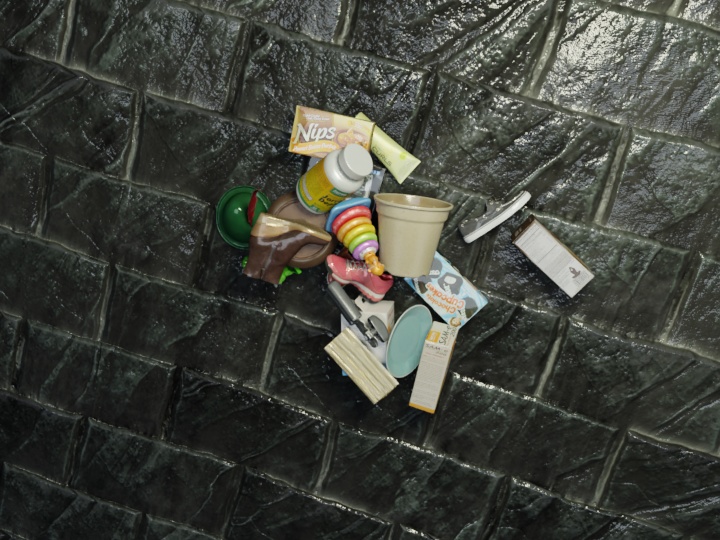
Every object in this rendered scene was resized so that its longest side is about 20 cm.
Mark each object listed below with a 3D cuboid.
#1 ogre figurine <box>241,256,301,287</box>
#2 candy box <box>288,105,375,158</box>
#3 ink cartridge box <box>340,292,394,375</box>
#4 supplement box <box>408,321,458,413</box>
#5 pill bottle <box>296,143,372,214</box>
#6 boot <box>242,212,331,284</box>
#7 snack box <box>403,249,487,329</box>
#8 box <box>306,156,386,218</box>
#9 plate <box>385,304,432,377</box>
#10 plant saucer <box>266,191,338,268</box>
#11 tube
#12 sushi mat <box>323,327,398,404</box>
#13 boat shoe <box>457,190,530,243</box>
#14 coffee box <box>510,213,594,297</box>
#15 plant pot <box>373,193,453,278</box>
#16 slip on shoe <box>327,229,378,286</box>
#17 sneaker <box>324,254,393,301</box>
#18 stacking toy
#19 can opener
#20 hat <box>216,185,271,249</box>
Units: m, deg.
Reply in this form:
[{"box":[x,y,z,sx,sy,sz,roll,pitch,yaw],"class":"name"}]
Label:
[{"box":[-0.208,-0.041,1.769,0.098,0.200,0.120,-12,118,52],"class":"ogre figurine"},{"box":[-0.071,-0.335,1.659,0.199,0.055,0.116,14,104,6],"class":"candy box"},{"box":[0.021,0.165,1.764,0.125,0.129,0.201,2,103,11],"class":"ink cartridge box"},{"box":[0.193,0.252,1.738,0.073,0.126,0.201,16,115,11],"class":"supplement box"},{"box":[-0.061,-0.224,1.608,0.200,0.113,0.113,-29,97,47],"class":"pill bottle"},{"box":[-0.186,-0.045,1.672,0.199,0.072,0.167,15,105,-5],"class":"boot"},{"box":[0.225,0.050,1.752,0.200,0.037,0.116,44,106,-2],"class":"snack box"},{"box":[-0.048,-0.218,1.735,0.199,0.050,0.158,19,105,5],"class":"box"},{"box":[0.122,0.182,1.733,0.026,0.200,0.201,21,107,37],"class":"plate"},{"box":[-0.152,-0.105,1.708,0.199,0.034,0.201,0,94,-3],"class":"plant saucer"},{"box":[0.057,-0.319,1.697,0.200,0.052,0.058,44,143,-4],"class":"tube"},{"box":[0.001,0.246,1.705,0.200,0.012,0.096,47,111,5],"class":"sushi mat"},{"box":[0.333,-0.150,1.680,0.200,0.070,0.066,-35,96,22],"class":"boat shoe"},{"box":[0.475,-0.039,1.651,0.200,0.114,0.080,43,106,0],"class":"coffee box"},{"box":[0.121,-0.085,1.658,0.199,0.200,0.185,8,104,8],"class":"plant pot"},{"box":[-0.025,-0.032,1.766,0.074,0.061,0.200,39,107,-2],"class":"slip on shoe"},{"box":[0.000,0.000,1.707,0.200,0.074,0.087,29,126,-26],"class":"sneaker"},{"box":[0.005,-0.069,1.631,0.116,0.110,0.201,-18,65,-23],"class":"stacking toy"},{"box":[-0.006,0.106,1.674,0.067,0.053,0.200,-32,79,-22],"class":"can opener"},{"box":[-0.327,-0.139,1.733,0.165,0.176,0.201,13,104,6],"class":"hat"}]
